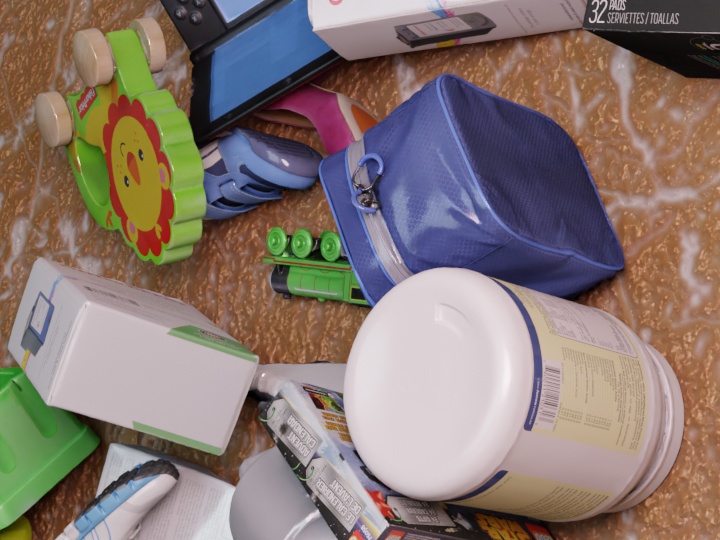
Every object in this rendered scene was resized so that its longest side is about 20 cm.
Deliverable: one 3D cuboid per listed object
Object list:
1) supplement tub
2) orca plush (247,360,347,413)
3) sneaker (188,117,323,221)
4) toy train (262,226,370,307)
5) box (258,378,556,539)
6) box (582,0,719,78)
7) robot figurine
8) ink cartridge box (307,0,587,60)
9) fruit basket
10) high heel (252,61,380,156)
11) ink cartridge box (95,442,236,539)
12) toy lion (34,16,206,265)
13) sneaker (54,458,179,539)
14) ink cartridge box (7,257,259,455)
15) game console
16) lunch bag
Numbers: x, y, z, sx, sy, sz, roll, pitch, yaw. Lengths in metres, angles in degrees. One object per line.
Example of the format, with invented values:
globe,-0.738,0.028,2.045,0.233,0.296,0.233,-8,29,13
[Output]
supplement tub,0.103,0.085,1.290,0.145,0.199,0.146,-13,70,40
orca plush,-0.038,0.114,1.509,0.199,0.105,0.071,-4,108,40
sneaker,-0.102,-0.076,1.621,0.200,0.074,0.083,11,89,52
toy train,0.000,0.000,1.525,0.199,0.042,0.057,6,93,44
box,0.039,0.147,1.334,0.040,0.200,0.137,-52,49,17
box,0.265,-0.204,1.269,0.199,0.124,0.149,7,84,45
robot figurine,-0.021,0.190,1.388,0.113,0.170,0.200,-25,32,-11
ink cartridge box,0.068,-0.243,1.450,0.199,0.086,0.148,-6,74,21
fruit basket,-0.329,0.195,1.740,0.215,0.155,0.216,24,136,26
high heel,-0.040,-0.107,1.564,0.096,0.067,0.200,-42,48,15
ink cartridge box,-0.133,0.240,1.594,0.199,0.047,0.161,16,89,28
toy lion,-0.186,-0.091,1.624,0.200,0.068,0.193,-39,69,60
sneaker,-0.204,0.231,1.579,0.200,0.075,0.087,-44,89,13
ink cartridge box,-0.181,0.063,1.558,0.088,0.145,0.200,-69,22,5
game console,-0.081,-0.227,1.576,0.199,0.119,0.173,-28,97,22
lunch bag,0.065,-0.033,1.357,0.132,0.200,0.136,-36,57,28
